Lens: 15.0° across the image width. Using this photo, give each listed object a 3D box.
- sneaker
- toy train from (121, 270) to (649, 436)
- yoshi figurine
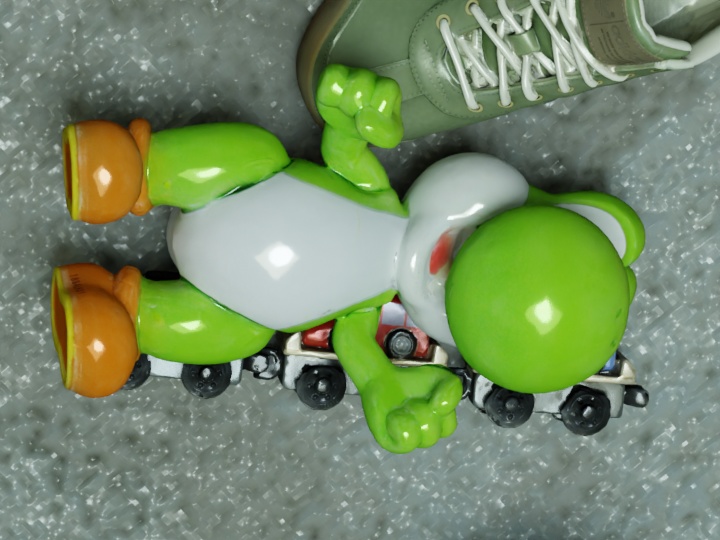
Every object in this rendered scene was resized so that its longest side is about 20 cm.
[{"bbox_3d":[0.072,-0.092,0.887,0.200,0.090,0.067,-25,111,4],"label":"sneaker"},{"bbox_3d":[0.004,0.026,0.955,0.199,0.034,0.046,6,97,-7],"label":"toy train"},{"bbox_3d":[0.004,-0.001,0.883,0.199,0.112,0.113,1,147,-13],"label":"yoshi figurine"}]
